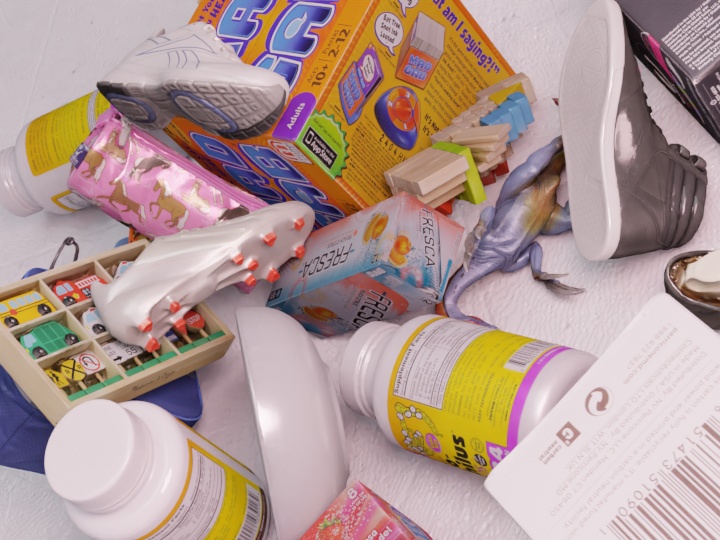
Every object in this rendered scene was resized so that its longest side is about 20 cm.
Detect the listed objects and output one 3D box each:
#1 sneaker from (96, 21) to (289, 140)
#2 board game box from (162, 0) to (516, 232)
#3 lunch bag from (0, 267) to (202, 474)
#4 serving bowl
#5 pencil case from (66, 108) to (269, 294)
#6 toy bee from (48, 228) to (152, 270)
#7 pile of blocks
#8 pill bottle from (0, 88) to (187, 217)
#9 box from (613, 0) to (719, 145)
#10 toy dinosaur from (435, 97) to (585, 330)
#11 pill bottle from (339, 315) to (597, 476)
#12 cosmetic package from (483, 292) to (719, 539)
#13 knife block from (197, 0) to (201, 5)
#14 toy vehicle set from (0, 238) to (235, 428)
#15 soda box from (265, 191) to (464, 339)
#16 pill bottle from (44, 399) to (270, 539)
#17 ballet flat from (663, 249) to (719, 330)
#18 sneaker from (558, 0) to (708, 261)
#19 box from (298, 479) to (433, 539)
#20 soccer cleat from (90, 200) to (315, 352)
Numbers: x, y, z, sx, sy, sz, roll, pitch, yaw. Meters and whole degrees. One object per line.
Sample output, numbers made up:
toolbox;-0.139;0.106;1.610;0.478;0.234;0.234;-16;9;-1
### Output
sneaker;-0.128;-0.159;1.163;0.199;0.075;0.088;14;66;41
board game box;-0.024;-0.154;1.272;0.199;0.200;0.201;15;71;42
lunch bag;-0.227;0.094;1.264;0.132;0.199;0.137;-45;44;27
serving bowl;-0.048;0.121;1.131;0.065;0.201;0.201;-12;49;-5
pencil case;-0.155;-0.059;1.275;0.083;0.199;0.087;-60;6;-11
toy bee;-0.183;-0.017;1.360;0.108;0.132;0.201;21;54;16
pile of blocks;0.102;-0.092;1.201;0.081;0.063;0.200;-1;31;42
pill bottle;-0.281;-0.122;1.504;0.198;0.104;0.105;-20;51;24
box;0.266;-0.198;1.146;0.106;0.122;0.201;-38;46;8
toy dinosaur;0.131;-0.024;1.188;0.181;0.105;0.200;-42;11;17
pill bottle;0.080;0.093;1.088;0.199;0.104;0.105;13;69;41
cosmetic package;0.215;0.156;0.891;0.165;0.200;0.165;-46;46;1
knife block;-0.079;-0.255;1.476;0.200;0.064;0.175;-47;46;-1
toy vehicle set;-0.207;0.047;1.193;0.124;0.199;0.027;45;124;16
soda box;0.000;0.000;1.194;0.199;0.063;0.069;-21;44;59
pill bottle;-0.158;0.171;1.144;0.108;0.200;0.110;-11;60;21
ballet flat;0.299;0.014;1.018;0.198;0.068;0.069;-1;60;35
sneaker;0.211;-0.104;1.121;0.071;0.098;0.203;161;110;-63
box;-0.021;0.267;1.059;0.200;0.103;0.095;-48;45;1
soccer cleat;-0.126;-0.012;1.195;0.199;0.070;0.078;-32;58;-23
